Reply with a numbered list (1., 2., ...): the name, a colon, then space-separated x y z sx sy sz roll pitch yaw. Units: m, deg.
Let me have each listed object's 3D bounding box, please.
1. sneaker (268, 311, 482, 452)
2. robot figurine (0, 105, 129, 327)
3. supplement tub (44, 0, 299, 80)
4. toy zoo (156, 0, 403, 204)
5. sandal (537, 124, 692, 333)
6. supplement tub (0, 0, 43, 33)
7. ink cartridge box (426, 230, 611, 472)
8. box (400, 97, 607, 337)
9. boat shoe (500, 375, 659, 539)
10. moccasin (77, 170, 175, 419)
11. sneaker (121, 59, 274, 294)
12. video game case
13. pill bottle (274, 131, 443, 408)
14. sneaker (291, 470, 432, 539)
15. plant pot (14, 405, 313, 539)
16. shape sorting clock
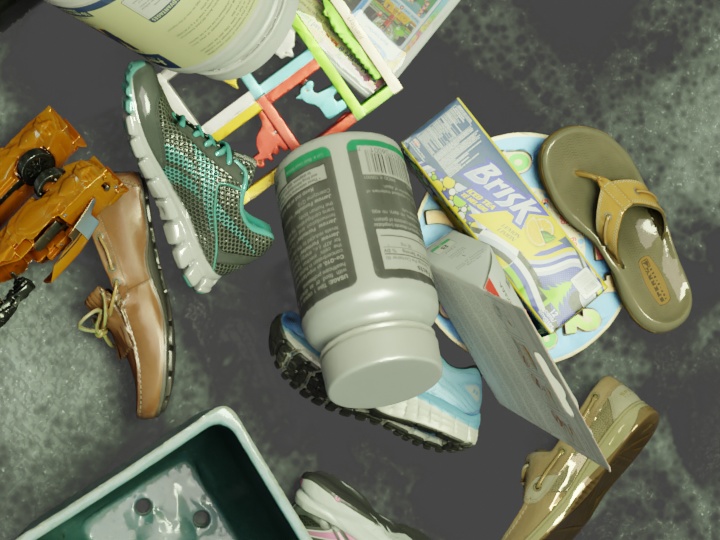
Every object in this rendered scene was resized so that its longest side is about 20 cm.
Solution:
1. sneaker: 0.015 0.079 1.531 0.199 0.078 0.091 26 68 -14
2. robot figurine: -0.284 -0.026 1.443 0.200 0.058 0.145 -46 55 2
3. supplement tub: -0.152 -0.239 1.391 0.199 0.144 0.146 27 85 -51
4. toy zoo: -0.081 -0.147 1.510 0.199 0.020 0.132 -36 99 2
5. sandal: 0.225 -0.037 1.531 0.080 0.054 0.201 -33 97 -13
6. supplement tub: -0.340 -0.218 1.420 0.200 0.122 0.123 -39 98 -8
7. ink cartridge box: 0.134 0.059 1.441 0.050 0.200 0.162 -36 112 -13
8. box: 0.117 -0.042 1.503 0.064 0.070 0.201 -37 87 -3
9. boat shoe: 0.172 0.182 1.560 0.064 0.071 0.200 41 92 26
10. moccasin: -0.195 0.022 1.477 0.077 0.074 0.204 -11 93 -8
11. sneaker: -0.131 -0.085 1.471 0.090 0.078 0.201 -21 115 1
12. video game case: -0.007 -0.274 1.533 0.200 0.024 0.182 40 85 -10
13. pill bottle: 0.000 0.000 1.456 0.112 0.113 0.202 -7 64 -10
14. sneaker: 0.015 0.255 1.530 0.199 0.080 0.087 35 97 -2
15. plant pot: -0.146 0.231 1.426 0.195 0.200 0.197 -33 96 -9
16. shape sorting clock: 0.141 -0.018 1.558 0.198 0.039 0.202 0 91 -11
